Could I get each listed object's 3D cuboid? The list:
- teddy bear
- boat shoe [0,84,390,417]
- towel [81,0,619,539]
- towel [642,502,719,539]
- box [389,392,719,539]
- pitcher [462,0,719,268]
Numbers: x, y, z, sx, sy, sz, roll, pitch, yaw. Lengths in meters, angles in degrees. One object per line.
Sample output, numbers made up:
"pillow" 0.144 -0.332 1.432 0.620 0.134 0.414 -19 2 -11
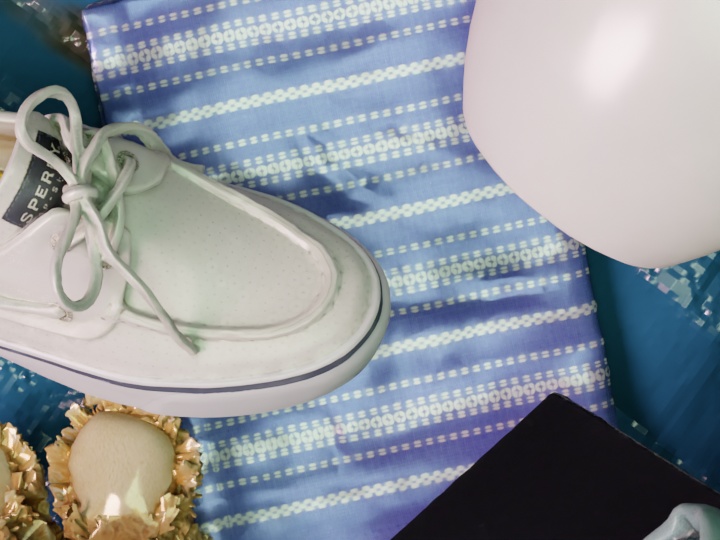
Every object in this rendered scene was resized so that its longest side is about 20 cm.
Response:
"teddy bear" -0.073 0.131 0.909 0.145 0.067 0.201 -30 100 12
"boat shoe" -0.089 -0.018 0.847 0.201 0.086 0.075 16 66 6
"towel" 0.000 0.000 0.914 0.144 0.024 0.201 -12 101 -2
"towel" 0.112 0.170 0.766 0.170 0.048 0.201 20 107 -24
"box" 0.059 0.182 0.856 0.196 0.117 0.200 -41 119 -10
"pitcher" 0.130 -0.103 0.855 0.121 0.171 0.200 45 114 19
